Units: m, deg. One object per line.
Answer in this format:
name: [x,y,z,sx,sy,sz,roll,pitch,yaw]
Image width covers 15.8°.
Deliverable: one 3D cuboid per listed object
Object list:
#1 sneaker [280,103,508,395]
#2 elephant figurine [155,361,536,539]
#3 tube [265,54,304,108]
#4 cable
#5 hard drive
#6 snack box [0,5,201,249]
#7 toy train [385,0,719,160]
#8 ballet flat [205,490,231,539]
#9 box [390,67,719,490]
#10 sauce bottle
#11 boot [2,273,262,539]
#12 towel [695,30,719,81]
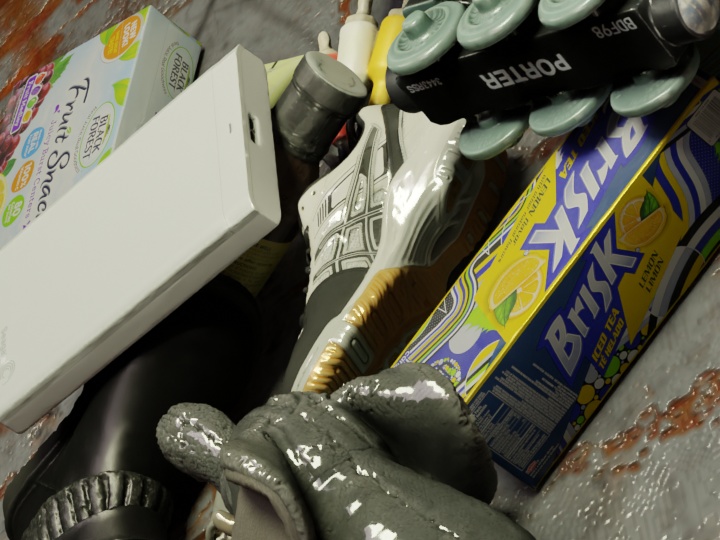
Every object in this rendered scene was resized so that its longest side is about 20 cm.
sneaker: [0.000,0.000,1.312,0.087,0.076,0.201,11,58,30]
elephant figurine: [-0.009,0.105,1.111,0.155,0.141,0.200,-41,76,19]
tube: [-0.100,-0.059,1.526,0.058,0.052,0.200,25,56,17]
cable: [-0.007,-0.061,1.417,0.097,0.050,0.201,-26,42,36]
hard drive: [-0.123,-0.017,1.392,0.200,0.026,0.132,-38,37,25]
snack box: [-0.180,-0.054,1.634,0.142,0.053,0.201,-23,44,38]
toy train: [0.095,-0.122,1.201,0.199,0.085,0.114,-13,39,49]
ballet flat: [-0.009,0.121,1.242,0.200,0.067,0.064,-10,57,57]
box: [0.106,-0.005,1.205,0.200,0.064,0.070,-52,32,3]
sauce bottle: [-0.064,-0.029,1.419,0.200,0.064,0.065,-53,30,23]
boot: [-0.113,0.117,1.360,0.212,0.079,0.158,-55,24,19]
towel: [0.171,-0.158,1.302,0.200,0.022,0.147,19,77,57]
